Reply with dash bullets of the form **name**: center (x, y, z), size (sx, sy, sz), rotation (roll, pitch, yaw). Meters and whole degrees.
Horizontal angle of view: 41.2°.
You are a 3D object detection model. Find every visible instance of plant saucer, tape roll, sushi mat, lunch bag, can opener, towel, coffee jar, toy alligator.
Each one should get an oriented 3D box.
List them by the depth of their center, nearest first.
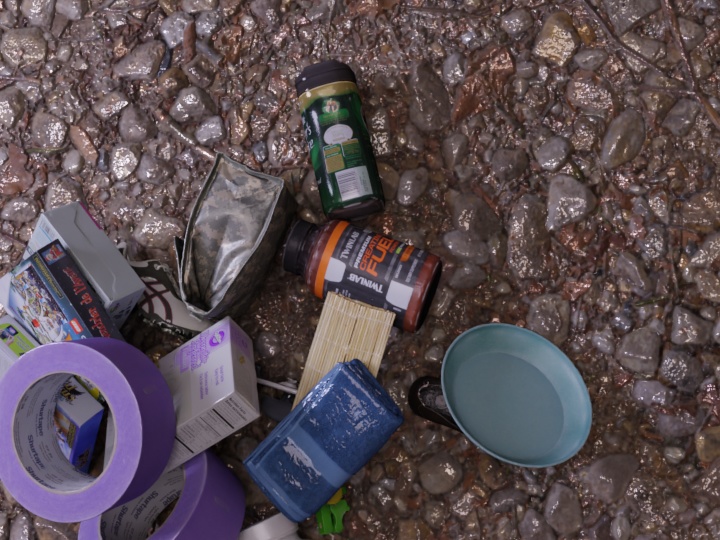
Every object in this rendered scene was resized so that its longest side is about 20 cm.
- **tape roll**: center (-0.320, 0.180, 1.105), size (0.197, 0.085, 0.204), rotation (0, 90, 16)
- **plant saucer**: center (0.188, 0.158, 1.182), size (0.197, 0.036, 0.202), rotation (10, 51, -12)
- **towel**: center (-0.046, 0.212, 1.185), size (0.112, 0.048, 0.200), rotation (46, 101, 10)
- **tape roll**: center (-0.248, 0.309, 1.197), size (0.198, 0.085, 0.202), rotation (-25, 37, 20)
- **sushi mat**: center (-0.027, 0.135, 1.211), size (0.094, 0.012, 0.203), rotation (19, 96, 13)
- **toy alligator**: center (-0.038, 0.296, 1.247), size (0.054, 0.059, 0.203), rotation (-10, 79, -34)
- **lunch bag**: center (-0.171, -0.030, 1.248), size (0.116, 0.164, 0.202), rotation (22, 86, 5)
- **coffee jar**: center (-0.028, -0.172, 1.275), size (0.084, 0.104, 0.203), rotation (-13, 81, 4)
- **can opener**: center (-0.157, 0.155, 1.279), size (0.197, 0.053, 0.068), rotation (14, 84, 11)

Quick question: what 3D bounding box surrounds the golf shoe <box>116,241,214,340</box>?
- **golf shoe**: center (-0.273, 0.033, 1.301), size (0.198, 0.077, 0.089), rotation (25, 82, 10)

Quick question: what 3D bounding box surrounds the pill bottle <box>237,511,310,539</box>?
- **pill bottle**: center (-0.086, 0.411, 1.208), size (0.110, 0.111, 0.202), rotation (-25, 80, 4)

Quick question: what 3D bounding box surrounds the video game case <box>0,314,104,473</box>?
- **video game case**: center (-0.424, 0.183, 1.256), size (0.181, 0.201, 0.045), rotation (41, 47, 12)

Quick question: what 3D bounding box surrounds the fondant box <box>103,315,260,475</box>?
- **fondant box**: center (-0.224, 0.166, 1.197), size (0.198, 0.058, 0.145), rotation (-31, 35, 11)

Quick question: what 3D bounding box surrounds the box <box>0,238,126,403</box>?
- **box**: center (-0.368, 0.075, 1.204), size (0.136, 0.038, 0.202), rotation (-25, 100, 41)

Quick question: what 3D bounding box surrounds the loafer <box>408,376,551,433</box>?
- **loafer**: center (0.153, 0.186, 1.221), size (0.197, 0.071, 0.074), rotation (11, 85, 10)

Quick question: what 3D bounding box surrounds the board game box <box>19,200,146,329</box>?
- **board game box**: center (-0.380, 0.029, 1.263), size (0.148, 0.064, 0.200), rotation (51, 132, 9)

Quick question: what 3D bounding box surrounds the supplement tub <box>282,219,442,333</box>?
- **supplement tub**: center (0.000, 0.000, 1.248), size (0.197, 0.107, 0.108), rotation (20, 86, 10)
